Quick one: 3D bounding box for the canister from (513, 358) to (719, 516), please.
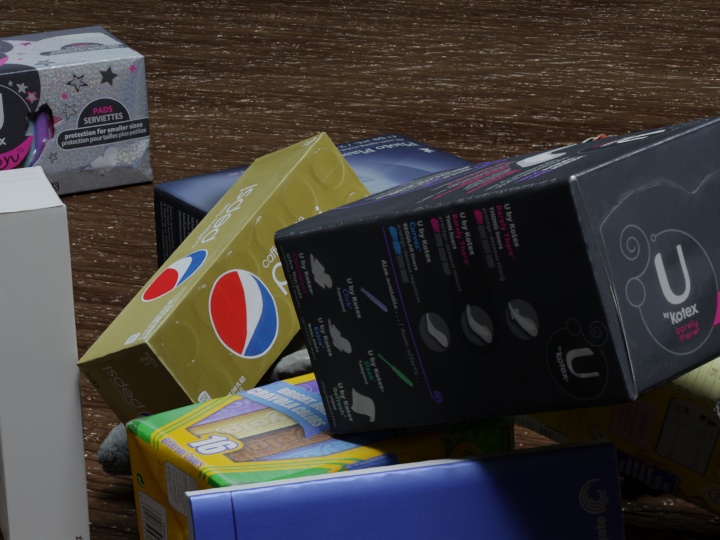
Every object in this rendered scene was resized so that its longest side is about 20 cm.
[{"bbox_3d":[0.171,0.058,1.292,0.200,0.149,0.087,24,58,12],"label":"canister"}]

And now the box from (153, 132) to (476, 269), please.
[{"bbox_3d":[0.000,0.000,1.618,0.200,0.124,0.198,-15,23,-31],"label":"box"}]

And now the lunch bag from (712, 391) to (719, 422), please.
[{"bbox_3d":[0.258,0.118,1.102,0.167,0.200,0.139,-13,-2,-14],"label":"lunch bag"}]

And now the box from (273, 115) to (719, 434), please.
[{"bbox_3d":[0.076,0.004,1.154,0.122,0.106,0.200,-22,8,-42],"label":"box"}]

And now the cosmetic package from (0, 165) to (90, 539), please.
[{"bbox_3d":[-0.186,0.051,1.370,0.051,0.200,0.083,-8,19,-17],"label":"cosmetic package"}]

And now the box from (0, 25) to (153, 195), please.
[{"bbox_3d":[-0.286,-0.128,2.041,0.200,0.115,0.132,-10,20,-20],"label":"box"}]

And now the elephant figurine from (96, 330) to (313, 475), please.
[{"bbox_3d":[-0.023,0.083,1.410,0.200,0.155,0.142,-28,73,-32],"label":"elephant figurine"}]

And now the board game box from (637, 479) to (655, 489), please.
[{"bbox_3d":[0.216,0.088,1.475,0.200,0.030,0.096,-9,19,-27],"label":"board game box"}]

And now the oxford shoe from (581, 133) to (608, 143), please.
[{"bbox_3d":[0.193,-0.070,1.866,0.070,0.075,0.200,0,19,10],"label":"oxford shoe"}]

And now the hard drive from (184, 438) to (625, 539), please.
[{"bbox_3d":[0.026,0.156,1.138,0.200,0.132,0.025,-6,3,-11],"label":"hard drive"}]

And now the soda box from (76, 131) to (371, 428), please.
[{"bbox_3d":[-0.069,0.010,1.385,0.064,0.068,0.200,-19,24,44],"label":"soda box"}]

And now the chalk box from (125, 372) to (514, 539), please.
[{"bbox_3d":[0.001,0.125,1.245,0.200,0.125,0.124,-14,21,-26],"label":"chalk box"}]
